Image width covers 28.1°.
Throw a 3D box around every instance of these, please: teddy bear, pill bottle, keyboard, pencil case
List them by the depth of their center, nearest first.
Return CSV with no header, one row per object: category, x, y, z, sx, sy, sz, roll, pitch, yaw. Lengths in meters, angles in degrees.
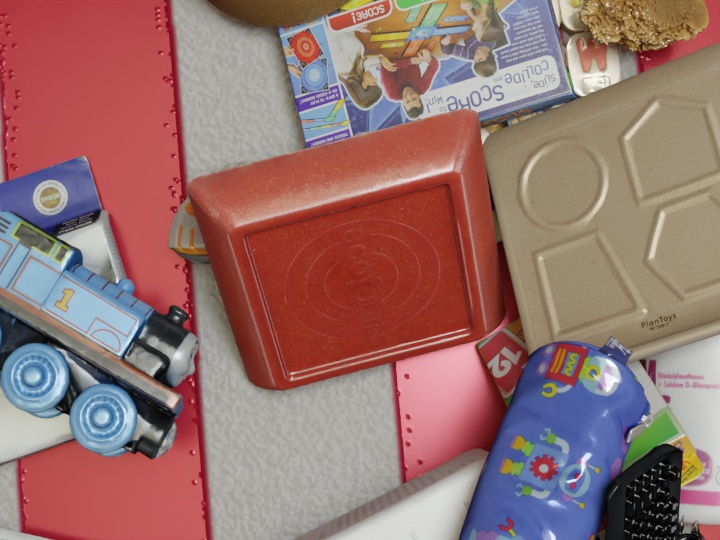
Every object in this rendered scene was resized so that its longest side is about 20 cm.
pencil case,0.112,0.139,0.861,0.086,0.078,0.202,16,65,20
keyboard,0.186,0.200,0.878,0.039,0.104,0.202,19,123,37
pill bottle,0.248,0.070,0.996,0.112,0.113,0.203,2,85,0
teddy bear,0.192,-0.252,1.056,0.144,0.067,0.202,-19,82,-29

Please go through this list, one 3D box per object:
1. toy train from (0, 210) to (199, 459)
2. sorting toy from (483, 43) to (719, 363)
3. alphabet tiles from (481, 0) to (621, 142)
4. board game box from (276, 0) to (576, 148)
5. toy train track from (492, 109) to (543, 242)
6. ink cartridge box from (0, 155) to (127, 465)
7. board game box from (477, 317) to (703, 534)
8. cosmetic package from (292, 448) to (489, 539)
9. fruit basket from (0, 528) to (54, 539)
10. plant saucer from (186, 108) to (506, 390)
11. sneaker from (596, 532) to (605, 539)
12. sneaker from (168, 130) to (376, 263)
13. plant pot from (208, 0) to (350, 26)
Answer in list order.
toy train,-0.202,0.047,0.990,0.199,0.087,0.115,30,80,1
sorting toy,0.184,-0.035,0.971,0.183,0.036,0.202,-20,64,23
alphabet tiles,0.093,-0.169,1.078,0.197,0.015,0.198,-6,86,0
board game box,0.044,-0.162,1.041,0.198,0.034,0.137,-15,86,15
toy train track,0.130,-0.090,1.058,0.113,0.033,0.202,-21,87,8
ink cartridge box,-0.264,0.037,1.051,0.197,0.041,0.202,-19,86,-1
board game box,0.151,0.090,0.976,0.095,0.201,0.030,-31,127,6
cosmetic package,0.034,0.239,0.972,0.198,0.165,0.166,-25,85,-2
fruit basket,-0.200,0.301,1.021,0.183,0.094,0.202,11,70,1
plant saucer,0.000,0.000,0.989,0.197,0.201,0.037,-15,42,-1
sneaker,0.168,0.205,1.025,0.075,0.115,0.202,-29,121,-19
sneaker,-0.047,-0.035,1.033,0.198,0.077,0.079,-10,51,22
plant pot,-0.078,-0.291,0.972,0.184,0.200,0.189,-4,76,16
